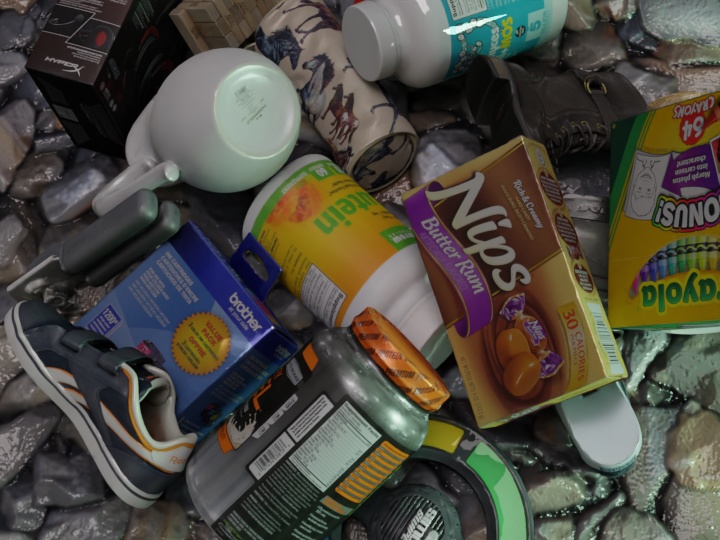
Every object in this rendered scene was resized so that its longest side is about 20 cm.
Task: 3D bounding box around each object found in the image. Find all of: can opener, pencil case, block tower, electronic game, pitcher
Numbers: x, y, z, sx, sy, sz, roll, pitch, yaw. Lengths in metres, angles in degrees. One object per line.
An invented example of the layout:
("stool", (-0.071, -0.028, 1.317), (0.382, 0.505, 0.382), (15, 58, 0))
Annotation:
("can opener", (-0.241, -0.024, 1.144), (0.199, 0.053, 0.067), (-31, 49, 30))
("pencil case", (-0.026, -0.165, 1.208), (0.089, 0.078, 0.201), (-40, 66, 13))
("block tower", (-0.097, -0.292, 1.258), (0.057, 0.054, 0.200), (11, 54, 47))
("electronic game", (0.044, 0.215, 1.055), (0.197, 0.042, 0.202), (-3, 66, 6))
("pitcher", (-0.149, -0.110, 1.125), (0.121, 0.199, 0.172), (49, 66, -20))

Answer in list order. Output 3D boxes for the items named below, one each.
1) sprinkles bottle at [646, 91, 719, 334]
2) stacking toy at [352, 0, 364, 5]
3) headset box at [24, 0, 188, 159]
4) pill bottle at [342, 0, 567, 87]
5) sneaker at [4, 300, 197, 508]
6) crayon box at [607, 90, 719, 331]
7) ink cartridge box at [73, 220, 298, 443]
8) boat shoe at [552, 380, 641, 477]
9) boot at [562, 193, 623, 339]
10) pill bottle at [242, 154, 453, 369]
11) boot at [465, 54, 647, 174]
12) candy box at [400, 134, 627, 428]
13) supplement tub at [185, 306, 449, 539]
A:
("sprinkles bottle", (0.284, -0.049, 1.102), (0.067, 0.068, 0.203), (-1, 78, 7))
("stacking toy", (0.019, -0.318, 1.272), (0.084, 0.085, 0.202), (-3, 72, 6))
("headset box", (-0.226, -0.231, 1.224), (0.074, 0.149, 0.202), (16, 69, 13))
("pill bottle", (0.084, -0.236, 1.179), (0.198, 0.111, 0.111), (-22, 64, -22))
("sneaker", (-0.204, 0.089, 1.035), (0.079, 0.078, 0.200), (-43, 77, 16))
("crayon box", (0.275, -0.045, 0.988), (0.058, 0.199, 0.175), (7, 81, -28))
("ink cartridge box", (-0.150, 0.056, 1.114), (0.200, 0.076, 0.137), (-42, 68, -2))
("boat shoe", (0.176, 0.077, 1.066), (0.070, 0.091, 0.202), (-19, 71, 4))
("boot", (0.137, -0.004, 1.127), (0.197, 0.068, 0.132), (6, 73, 11))
("pill bottle", (0.000, 0.000, 1.115), (0.111, 0.111, 0.200), (-44, 68, -12))
("boot", (0.194, -0.121, 1.129), (0.172, 0.069, 0.202), (4, 51, -22))
("candy box", (0.120, 0.010, 1.012), (0.116, 0.056, 0.202), (-24, 76, 25))
("supplement tub", (-0.032, 0.131, 1.009), (0.200, 0.122, 0.123), (-44, 67, 6))
